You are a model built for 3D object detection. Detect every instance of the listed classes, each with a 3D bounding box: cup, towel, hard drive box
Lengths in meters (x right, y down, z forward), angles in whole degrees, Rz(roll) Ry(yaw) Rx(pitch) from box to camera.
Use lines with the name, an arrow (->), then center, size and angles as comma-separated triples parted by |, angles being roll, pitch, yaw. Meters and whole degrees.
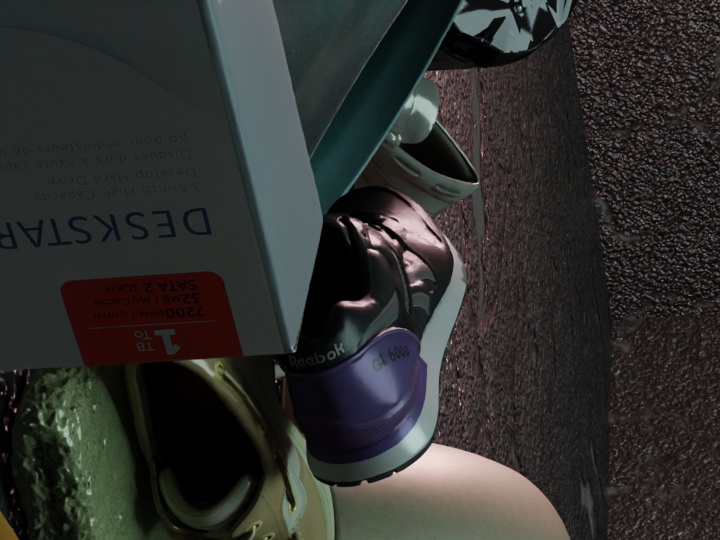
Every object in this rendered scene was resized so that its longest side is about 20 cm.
cup -> -0.009, 0.165, 1.224 | 0.143, 0.200, 0.201 | 34, 48, -44
towel -> -0.108, 0.104, 1.050 | 0.149, 0.036, 0.201 | -77, 161, -55
hard drive box -> -0.108, -0.067, 0.799 | 0.077, 0.155, 0.201 | -81, 162, -50

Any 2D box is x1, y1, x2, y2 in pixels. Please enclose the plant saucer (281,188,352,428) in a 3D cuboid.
plant saucer -> -0.023, 0.003, 1.428 | 0.200, 0.034, 0.202 | 5, 90, -90

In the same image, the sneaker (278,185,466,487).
sneaker -> 0.000, 0.000, 1.057 | 0.200, 0.075, 0.088 | -89, 159, -59

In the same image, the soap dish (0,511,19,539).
soap dish -> -0.154, 0.112, 0.686 | 0.200, 0.081, 0.158 | 70, 19, -53

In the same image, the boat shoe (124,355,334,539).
boat shoe -> -0.063, 0.085, 1.037 | 0.067, 0.074, 0.201 | -67, 148, -46

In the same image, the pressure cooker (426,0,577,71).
pressure cooker -> 0.012, -0.203, 1.402 | 0.178, 0.199, 0.177 | 5, 87, -45

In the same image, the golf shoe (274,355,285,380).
golf shoe -> -0.062, 0.037, 1.160 | 0.088, 0.077, 0.200 | -51, 175, 10

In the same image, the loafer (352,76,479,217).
loafer -> 0.009, -0.095, 1.326 | 0.200, 0.069, 0.070 | 52, 29, -54

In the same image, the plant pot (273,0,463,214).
plant pot -> -0.046, -0.115, 1.100 | 0.201, 0.134, 0.200 | -57, 174, -9
